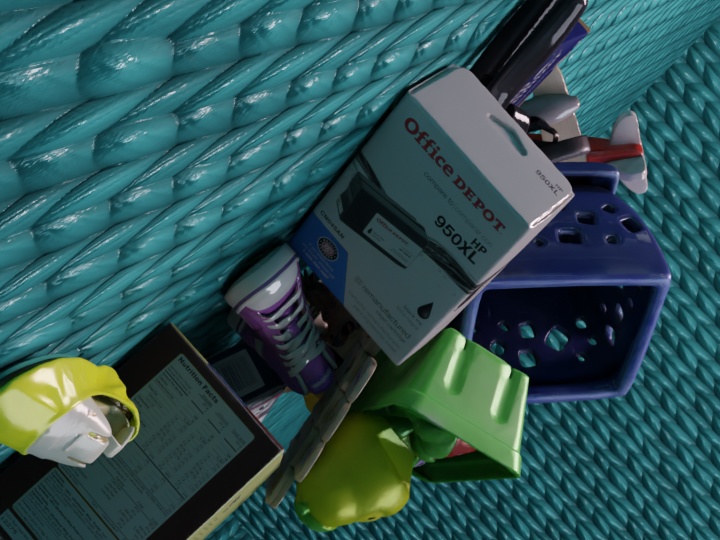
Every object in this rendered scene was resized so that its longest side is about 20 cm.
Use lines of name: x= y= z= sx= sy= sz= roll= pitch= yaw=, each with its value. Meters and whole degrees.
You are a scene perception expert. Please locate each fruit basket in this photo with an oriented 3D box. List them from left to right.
fruit basket: x=0.037 y=0.164 z=1.195 sx=0.216 sy=0.154 sz=0.216 roll=-52 pitch=-164 yaw=22

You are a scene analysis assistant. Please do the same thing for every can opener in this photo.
can opener: x=0.120 y=-0.166 z=1.102 sx=0.078 sy=0.064 sz=0.201 roll=0 pitch=134 yaw=-40

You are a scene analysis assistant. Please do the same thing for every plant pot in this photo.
plant pot: x=0.177 y=0.004 z=1.328 sx=0.197 sy=0.181 sz=0.201 roll=-3 pitch=140 yaw=-9

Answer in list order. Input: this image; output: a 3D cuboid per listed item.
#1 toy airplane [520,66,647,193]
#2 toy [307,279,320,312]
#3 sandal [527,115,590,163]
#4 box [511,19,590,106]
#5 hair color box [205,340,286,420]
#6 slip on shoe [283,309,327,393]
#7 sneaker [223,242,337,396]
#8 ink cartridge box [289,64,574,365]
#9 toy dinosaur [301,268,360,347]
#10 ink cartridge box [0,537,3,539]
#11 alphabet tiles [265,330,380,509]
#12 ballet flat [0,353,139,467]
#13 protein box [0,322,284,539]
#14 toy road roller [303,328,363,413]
toy airplane: x=0.216 y=-0.105 z=1.439 sx=0.199 sy=0.199 sz=0.141 roll=-50 pitch=-178 yaw=46
toy: x=-0.077 y=0.070 z=1.450 sx=0.200 sy=0.047 sz=0.115 roll=-44 pitch=172 yaw=-1
sandal: x=0.134 y=-0.121 z=1.255 sx=0.075 sy=0.043 sz=0.199 roll=-16 pitch=-167 yaw=-32
box: x=0.141 y=-0.180 z=1.239 sx=0.121 sy=0.032 sz=0.200 roll=-46 pitch=172 yaw=29
hair color box: x=-0.146 y=0.140 z=1.345 sx=0.099 sy=0.061 sz=0.200 roll=-25 pitch=167 yaw=-24
slip on shoe: x=-0.092 y=0.118 z=1.548 sx=0.200 sy=0.061 sz=0.076 roll=-43 pitch=-162 yaw=-33
sneaker: x=-0.057 y=0.048 z=1.143 sx=0.072 sy=0.115 sz=0.201 roll=-39 pitch=172 yaw=-11
ink cartridge box: x=0.054 y=-0.043 z=1.076 sx=0.084 sy=0.145 sz=0.200 roll=-35 pitch=169 yaw=-48
toy dinosaur: x=0.000 y=0.000 z=1.329 sx=0.135 sy=0.086 sz=0.200 roll=-44 pitch=178 yaw=10
ink cartridge box: x=-0.289 y=0.300 z=1.201 sx=0.086 sy=0.147 sz=0.200 roll=-48 pitch=172 yaw=35
alphabet tiles: x=-0.028 y=0.120 z=1.194 sx=0.201 sy=0.015 sz=0.196 roll=-57 pitch=-176 yaw=1
ballet flat: x=-0.184 y=0.094 z=0.852 sx=0.067 sy=0.067 sz=0.200 roll=-42 pitch=174 yaw=1
protein box: x=-0.180 y=0.172 z=1.080 sx=0.200 sy=0.135 sz=0.199 roll=-42 pitch=174 yaw=-11
toy road roller: x=0.019 y=0.126 z=1.487 sx=0.123 sy=0.146 sz=0.201 roll=-45 pitch=163 yaw=-17
